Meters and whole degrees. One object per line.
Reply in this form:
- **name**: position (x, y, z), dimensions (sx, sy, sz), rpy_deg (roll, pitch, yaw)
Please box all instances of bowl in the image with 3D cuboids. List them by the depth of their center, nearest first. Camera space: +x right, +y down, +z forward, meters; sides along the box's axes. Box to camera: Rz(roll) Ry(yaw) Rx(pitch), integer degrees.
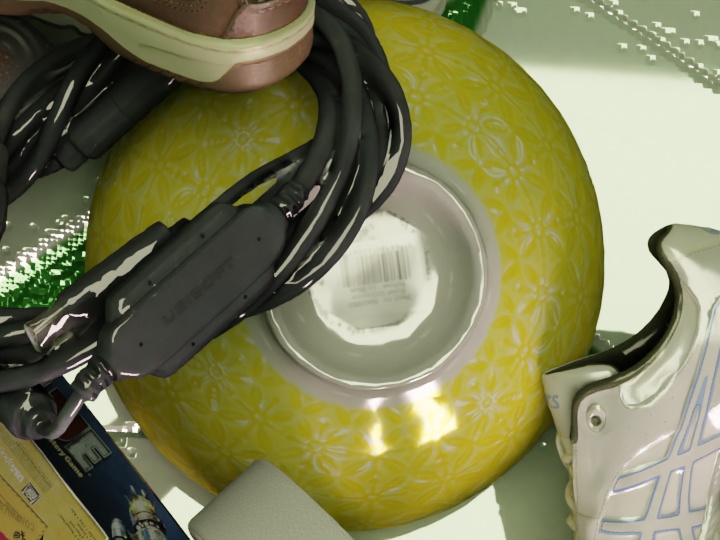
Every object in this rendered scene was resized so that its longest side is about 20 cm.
- **bowl**: position (0.000, 0.000, 1.009), dimensions (0.199, 0.108, 0.202), rpy_deg (0, 93, -6)

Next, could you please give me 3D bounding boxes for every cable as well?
- **cable**: position (-0.075, -0.029, 0.953), dimensions (0.200, 0.163, 0.051), rpy_deg (-45, 130, -20)

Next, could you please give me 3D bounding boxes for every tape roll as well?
- **tape roll**: position (0.018, 0.150, 0.955), dimensions (0.037, 0.203, 0.203), rpy_deg (-41, 85, -9)

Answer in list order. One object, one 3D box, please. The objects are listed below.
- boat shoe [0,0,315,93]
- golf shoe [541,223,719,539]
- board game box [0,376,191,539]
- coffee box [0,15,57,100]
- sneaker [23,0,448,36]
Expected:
- **boat shoe**: position (-0.104, -0.128, 0.937), dimensions (0.201, 0.075, 0.075), rpy_deg (18, 42, 19)
- **golf shoe**: position (0.096, 0.074, 1.019), dimensions (0.097, 0.078, 0.201), rpy_deg (29, 96, -12)
- **board game box**: position (-0.106, 0.133, 0.986), dimensions (0.200, 0.135, 0.035), rpy_deg (52, 36, 5)
- **coffee box**: position (-0.207, -0.031, 1.048), dimensions (0.123, 0.044, 0.200), rpy_deg (40, 78, 3)
- **sneaker**: position (-0.055, -0.138, 1.061), dimensions (0.199, 0.080, 0.078), rpy_deg (-2, 54, -9)
